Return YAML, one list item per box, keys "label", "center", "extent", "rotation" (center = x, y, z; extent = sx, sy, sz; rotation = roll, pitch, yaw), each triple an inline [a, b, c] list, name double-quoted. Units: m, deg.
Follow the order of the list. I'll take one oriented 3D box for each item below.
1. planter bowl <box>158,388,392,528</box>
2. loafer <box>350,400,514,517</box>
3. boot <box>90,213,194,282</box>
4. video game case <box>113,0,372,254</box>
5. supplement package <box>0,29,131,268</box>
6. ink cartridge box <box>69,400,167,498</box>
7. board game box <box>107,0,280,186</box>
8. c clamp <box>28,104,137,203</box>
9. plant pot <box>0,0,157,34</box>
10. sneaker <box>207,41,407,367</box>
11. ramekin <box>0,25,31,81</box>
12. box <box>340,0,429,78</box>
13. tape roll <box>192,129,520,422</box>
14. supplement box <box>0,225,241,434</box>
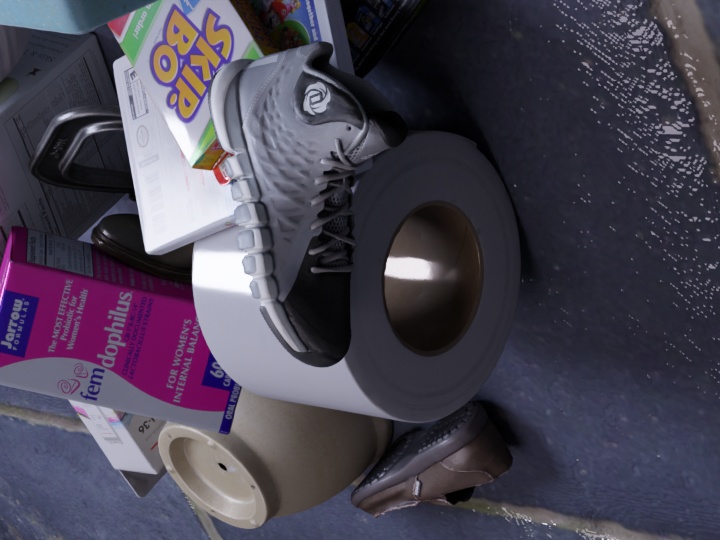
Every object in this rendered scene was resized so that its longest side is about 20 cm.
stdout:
- label: "planter bowl"
  center: [-0.091, 0.137, 1.610]
  extent: [0.200, 0.135, 0.201]
  rotation: [27, 143, 23]
- label: "loafer"
  center: [0.059, 0.176, 1.552]
  extent: [0.071, 0.073, 0.200]
  rotation: [46, 147, -5]
- label: "boot"
  center: [-0.107, -0.042, 1.439]
  extent: [0.199, 0.075, 0.097]
  rotation: [11, 113, -1]
- label: "video game case"
  center: [-0.084, -0.106, 1.242]
  extent: [0.200, 0.018, 0.144]
  rotation: [-20, 75, 38]
- label: "supplement package"
  center: [-0.313, -0.093, 1.523]
  extent: [0.151, 0.200, 0.151]
  rotation: [17, 139, 33]
- label: "ink cartridge box"
  center: [-0.201, 0.104, 1.704]
  extent: [0.067, 0.117, 0.200]
  rotation: [0, 129, 45]
- label: "board game box"
  center: [-0.116, -0.160, 1.243]
  extent: [0.096, 0.030, 0.200]
  rotation: [-46, 64, 28]
- label: "c clamp"
  center: [-0.170, -0.088, 1.438]
  extent: [0.170, 0.027, 0.200]
  rotation: [6, 163, -13]
- label: "plant pot"
  center: [-0.193, -0.263, 1.169]
  extent: [0.195, 0.196, 0.201]
  rotation: [14, 123, 41]
- label: "sneaker"
  center: [-0.017, -0.046, 1.134]
  extent: [0.115, 0.075, 0.201]
  rotation: [-17, 90, 28]
- label: "ramekin"
  center: [-0.349, -0.214, 1.439]
  extent: [0.200, 0.200, 0.105]
  rotation: [29, 154, 19]
- label: "box"
  center: [-0.012, -0.233, 1.197]
  extent: [0.160, 0.044, 0.200]
  rotation: [43, 147, 0]
- label: "tape roll"
  center: [0.000, 0.000, 1.303]
  extent: [0.139, 0.203, 0.203]
  rotation: [7, 133, 43]
- label: "supplement box"
  center: [-0.188, 0.046, 1.442]
  extent: [0.199, 0.103, 0.102]
  rotation: [13, 104, -12]
